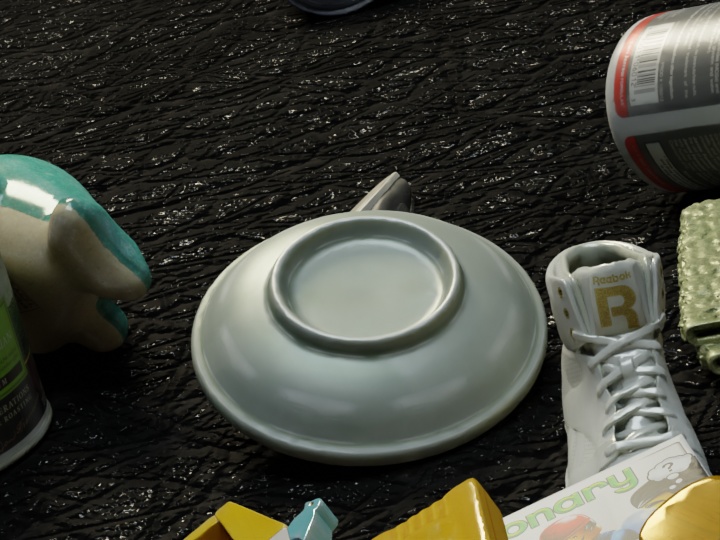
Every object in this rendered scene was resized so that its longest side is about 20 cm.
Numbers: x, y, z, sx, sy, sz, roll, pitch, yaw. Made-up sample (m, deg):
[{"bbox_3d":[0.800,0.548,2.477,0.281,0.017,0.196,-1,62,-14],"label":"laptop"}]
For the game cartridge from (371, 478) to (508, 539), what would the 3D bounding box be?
[{"bbox_3d":[-0.021,0.182,0.974,0.200,0.032,0.176,-36,20,9],"label":"game cartridge"}]

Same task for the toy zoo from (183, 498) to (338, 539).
[{"bbox_3d":[-0.090,0.169,1.046,0.200,0.020,0.131,-39,20,-6],"label":"toy zoo"}]

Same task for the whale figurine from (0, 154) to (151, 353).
[{"bbox_3d":[-0.190,-0.020,1.489,0.200,0.159,0.104,-9,38,56],"label":"whale figurine"}]

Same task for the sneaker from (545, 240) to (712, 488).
[{"bbox_3d":[0.126,0.056,1.172,0.074,0.116,0.200,-12,25,-1],"label":"sneaker"}]

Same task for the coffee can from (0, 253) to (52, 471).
[{"bbox_3d":[-0.276,0.016,1.396,0.146,0.200,0.146,-12,23,5],"label":"coffee can"}]

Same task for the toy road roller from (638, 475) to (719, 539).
[{"bbox_3d":[0.154,0.177,0.863,0.146,0.123,0.200,-35,29,-19],"label":"toy road roller"}]

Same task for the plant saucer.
[{"bbox_3d":[0.004,0.021,1.330,0.200,0.050,0.200,-3,41,2],"label":"plant saucer"}]

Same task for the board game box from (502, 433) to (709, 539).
[{"bbox_3d":[0.073,0.150,1.038,0.200,0.035,0.126,-25,22,0],"label":"board game box"}]

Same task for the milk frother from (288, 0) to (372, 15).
[{"bbox_3d":[-0.011,-0.352,2.136,0.180,0.200,0.188,-11,22,-3],"label":"milk frother"}]

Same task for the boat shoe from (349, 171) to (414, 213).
[{"bbox_3d":[0.000,0.000,1.484,0.067,0.057,0.200,-44,4,28],"label":"boat shoe"}]

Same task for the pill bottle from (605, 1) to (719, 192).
[{"bbox_3d":[0.257,-0.112,1.459,0.200,0.116,0.116,-5,21,48],"label":"pill bottle"}]

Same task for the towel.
[{"bbox_3d":[0.249,-0.002,1.345,0.148,0.037,0.200,-11,23,9],"label":"towel"}]
